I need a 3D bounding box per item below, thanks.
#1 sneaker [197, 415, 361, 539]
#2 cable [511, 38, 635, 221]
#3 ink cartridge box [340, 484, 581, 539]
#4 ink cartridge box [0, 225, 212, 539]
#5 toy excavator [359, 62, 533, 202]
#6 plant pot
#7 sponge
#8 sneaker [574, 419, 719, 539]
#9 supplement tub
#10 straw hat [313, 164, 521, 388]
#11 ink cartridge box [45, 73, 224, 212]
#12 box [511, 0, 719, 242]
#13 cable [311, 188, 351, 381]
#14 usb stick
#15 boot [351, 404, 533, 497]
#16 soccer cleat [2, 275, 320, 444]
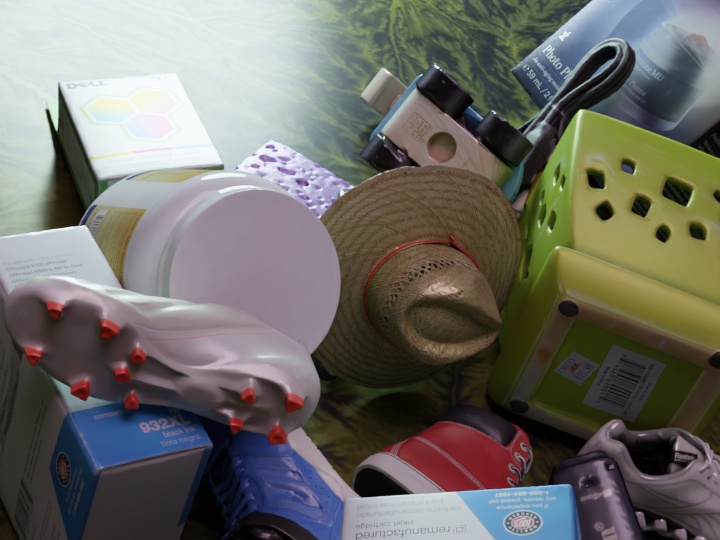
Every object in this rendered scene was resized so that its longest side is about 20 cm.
[{"bbox_3d":[-0.074,0.158,1.030,0.200,0.077,0.111,43,35,15],"label":"sneaker"},{"bbox_3d":[0.170,-0.119,1.378,0.201,0.050,0.097,-52,35,-12],"label":"cable"},{"bbox_3d":[0.063,0.251,0.900,0.145,0.146,0.201,-4,40,8],"label":"ink cartridge box"},{"bbox_3d":[-0.187,0.093,1.002,0.083,0.146,0.201,-10,49,-33],"label":"ink cartridge box"},{"bbox_3d":[0.063,-0.115,1.357,0.194,0.100,0.200,41,5,13],"label":"toy excavator"},{"bbox_3d":[0.213,0.027,1.214,0.197,0.201,0.182,21,45,0],"label":"plant pot"},{"bbox_3d":[-0.084,-0.032,1.278,0.111,0.030,0.200,31,42,13],"label":"sponge"},{"bbox_3d":[0.252,0.164,1.162,0.198,0.082,0.076,13,38,-12],"label":"sneaker"},{"bbox_3d":[-0.110,0.003,1.074,0.143,0.146,0.199,-4,6,-26],"label":"supplement tub"},{"bbox_3d":[0.053,0.025,1.132,0.199,0.203,0.085,-5,29,-27],"label":"straw hat"},{"bbox_3d":[-0.190,-0.112,1.275,0.103,0.060,0.201,-7,39,-20],"label":"ink cartridge box"},{"bbox_3d":[0.280,-0.164,1.425,0.123,0.198,0.201,38,15,-52],"label":"box"},{"bbox_3d":[0.000,0.000,1.239,0.050,0.098,0.200,-17,24,28],"label":"cable"},{"bbox_3d":[0.180,0.220,1.068,0.055,0.033,0.202,-20,58,8],"label":"usb stick"},{"bbox_3d":[0.110,0.175,1.099,0.200,0.073,0.144,39,41,25],"label":"boot"},{"bbox_3d":[-0.118,0.045,0.927,0.198,0.070,0.078,21,31,-19],"label":"soccer cleat"}]
